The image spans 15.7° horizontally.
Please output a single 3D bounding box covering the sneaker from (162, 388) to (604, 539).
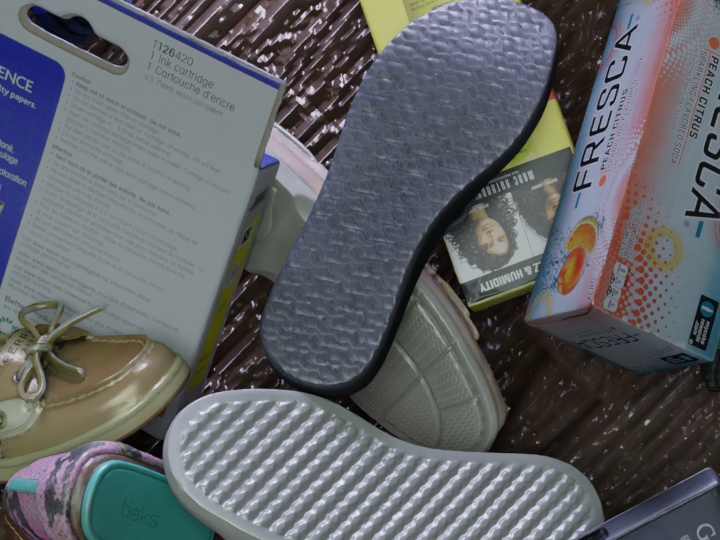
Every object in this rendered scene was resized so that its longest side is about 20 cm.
[{"bbox_3d":[-0.002,0.112,1.157,0.199,0.105,0.076,12,65,-16],"label":"sneaker"}]

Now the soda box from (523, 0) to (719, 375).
[{"bbox_3d":[0.140,-0.059,1.158,0.068,0.064,0.201,24,73,-20],"label":"soda box"}]

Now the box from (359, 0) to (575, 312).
[{"bbox_3d":[0.051,-0.087,1.208,0.075,0.050,0.201,-19,83,5],"label":"box"}]

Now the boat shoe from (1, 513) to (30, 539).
[{"bbox_3d":[-0.101,0.182,1.193,0.068,0.072,0.200,-44,80,5],"label":"boat shoe"}]

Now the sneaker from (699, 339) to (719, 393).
[{"bbox_3d":[0.243,-0.007,1.167,0.199,0.078,0.086,-14,83,6],"label":"sneaker"}]

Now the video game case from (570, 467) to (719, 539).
[{"bbox_3d":[0.095,0.188,1.143,0.199,0.019,0.143,-29,117,2],"label":"video game case"}]

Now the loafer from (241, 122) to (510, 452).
[{"bbox_3d":[0.000,0.000,1.203,0.200,0.063,0.072,45,126,5],"label":"loafer"}]

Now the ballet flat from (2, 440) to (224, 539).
[{"bbox_3d":[-0.079,0.119,1.166,0.071,0.200,0.070,8,77,44],"label":"ballet flat"}]

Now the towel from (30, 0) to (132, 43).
[{"bbox_3d":[-0.151,-0.211,1.210,0.048,0.112,0.201,-11,85,5],"label":"towel"}]

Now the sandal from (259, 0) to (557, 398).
[{"bbox_3d":[0.018,-0.036,1.156,0.076,0.043,0.201,31,80,15],"label":"sandal"}]

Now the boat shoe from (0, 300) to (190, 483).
[{"bbox_3d":[-0.171,0.055,1.179,0.199,0.073,0.063,-13,112,26],"label":"boat shoe"}]

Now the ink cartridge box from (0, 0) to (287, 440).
[{"bbox_3d":[-0.140,-0.049,1.185,0.197,0.047,0.201,27,119,9],"label":"ink cartridge box"}]
